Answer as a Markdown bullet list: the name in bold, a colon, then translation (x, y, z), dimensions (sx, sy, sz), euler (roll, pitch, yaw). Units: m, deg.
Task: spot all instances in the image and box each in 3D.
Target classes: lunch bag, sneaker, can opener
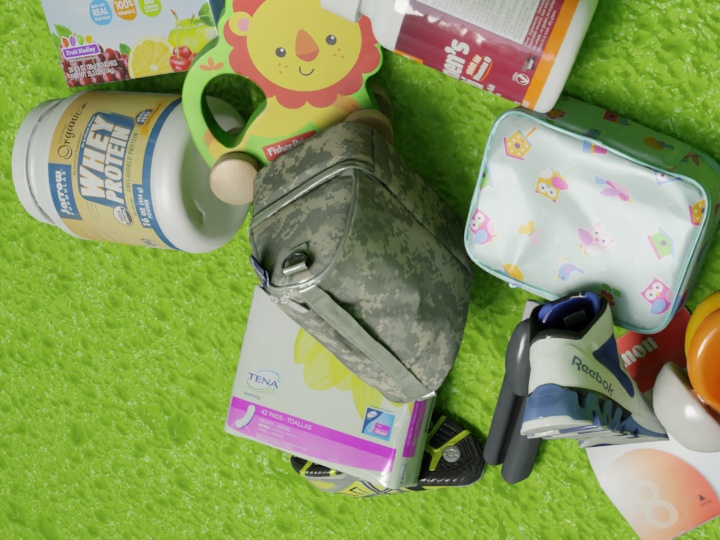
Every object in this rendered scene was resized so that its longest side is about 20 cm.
- **lunch bag**: translation (0.186, -0.045, 1.184), dimensions (0.199, 0.077, 0.162), euler (24, 122, 21)
- **sneaker**: translation (0.189, 0.079, 1.163), dimensions (0.080, 0.199, 0.116), euler (-8, 75, 30)
- **sneaker**: translation (0.033, 0.184, 1.418), dimensions (0.198, 0.076, 0.077), euler (0, 150, 25)
- **can opener**: translation (0.137, 0.113, 1.289), dimensions (0.053, 0.066, 0.201), euler (43, 138, 35)
- **lunch bag**: translation (0.000, 0.000, 1.217), dimensions (0.139, 0.169, 0.200), euler (-28, 131, 22)

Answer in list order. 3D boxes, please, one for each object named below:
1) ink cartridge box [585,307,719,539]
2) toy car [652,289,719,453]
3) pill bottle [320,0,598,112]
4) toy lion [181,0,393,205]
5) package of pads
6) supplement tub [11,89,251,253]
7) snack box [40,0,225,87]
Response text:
- **ink cartridge box**: translation (0.254, 0.125, 1.248), dimensions (0.200, 0.050, 0.162), euler (50, 129, -3)
- **toy car**: translation (0.329, 0.100, 1.097), dimensions (0.200, 0.150, 0.175), euler (45, 103, 5)
- **pill bottle**: translation (0.076, -0.208, 1.125), dimensions (0.198, 0.110, 0.110), euler (23, 125, 3)
- **toy lion**: translation (-0.064, -0.173, 1.237), dimensions (0.198, 0.069, 0.193), euler (-17, 119, 13)
- **package of pads**: translation (-0.024, 0.102, 1.368), dimensions (0.198, 0.068, 0.156), euler (14, 93, 26)
- **supplement tub**: translation (-0.215, -0.096, 1.373), dimensions (0.198, 0.145, 0.146), euler (6, 117, 29)
- **snack box**: translation (-0.205, -0.266, 1.330), dimensions (0.198, 0.068, 0.170), euler (-2, 112, 32)
